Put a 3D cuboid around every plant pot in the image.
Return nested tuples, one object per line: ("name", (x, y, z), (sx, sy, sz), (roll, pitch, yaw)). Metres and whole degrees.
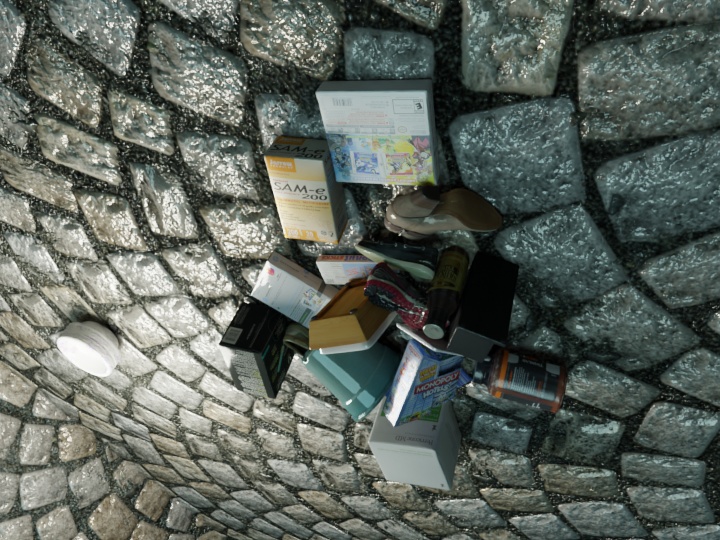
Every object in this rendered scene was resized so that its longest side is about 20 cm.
("plant pot", (-0.028, 0.226, 1.406), (0.195, 0.201, 0.200), (39, 138, -4))

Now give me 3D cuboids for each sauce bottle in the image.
("sauce bottle", (0.164, 0.042, 1.103), (0.064, 0.202, 0.067), (12, 137, 11))

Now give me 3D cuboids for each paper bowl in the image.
("paper bowl", (-0.886, 0.248, 1.893), (0.196, 0.105, 0.203), (13, 138, 12))

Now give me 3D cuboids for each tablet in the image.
("tablet", (0.180, 0.153, 1.233), (0.197, 0.014, 0.129), (17, -171, -41))

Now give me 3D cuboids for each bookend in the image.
("bookend", (0.229, 0.109, 1.141), (0.090, 0.202, 0.201), (19, 138, 5))

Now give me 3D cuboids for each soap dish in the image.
("soap dish", (-0.007, 0.088, 1.211), (0.155, 0.200, 0.083), (-13, 110, 37))

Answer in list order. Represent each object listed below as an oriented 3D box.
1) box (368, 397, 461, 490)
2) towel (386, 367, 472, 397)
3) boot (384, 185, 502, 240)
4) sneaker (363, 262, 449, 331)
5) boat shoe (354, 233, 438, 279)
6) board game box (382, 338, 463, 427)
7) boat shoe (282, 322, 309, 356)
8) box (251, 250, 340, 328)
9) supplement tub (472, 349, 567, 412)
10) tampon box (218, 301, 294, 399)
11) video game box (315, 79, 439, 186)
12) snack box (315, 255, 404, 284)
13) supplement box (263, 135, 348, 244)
("box", (0.153, 0.459, 1.557), (0.195, 0.173, 0.202), (0, 134, 25))
("towel", (0.161, 0.282, 1.424), (0.198, 0.024, 0.145), (-35, 119, 18))
("boot", (0.146, -0.096, 1.078), (0.196, 0.072, 0.146), (21, 153, -16))
("sneaker", (0.103, 0.055, 1.155), (0.198, 0.076, 0.080), (34, 142, -17))
("boat shoe", (0.075, -0.041, 1.160), (0.197, 0.067, 0.074), (18, 168, 44))
("board game box", (0.157, 0.240, 1.311), (0.062, 0.196, 0.204), (48, 143, 45))
("boat shoe", (-0.125, 0.224, 1.531), (0.200, 0.066, 0.072), (43, 136, -19))
("box", (-0.156, 0.058, 1.395), (0.197, 0.042, 0.157), (29, 138, -6))
("supplement tub", (0.355, 0.241, 1.287), (0.195, 0.108, 0.108), (13, 138, 12))
("tampon box", (-0.270, 0.213, 1.525), (0.123, 0.151, 0.203), (10, 137, 15))
("video game box", (0.035, -0.237, 0.997), (0.195, 0.047, 0.185), (6, 134, 20))
("snack box", (0.000, 0.000, 1.272), (0.196, 0.025, 0.073), (1, 134, 25))
("supplement box", (-0.102, -0.155, 1.125), (0.123, 0.074, 0.203), (7, 135, 18))
